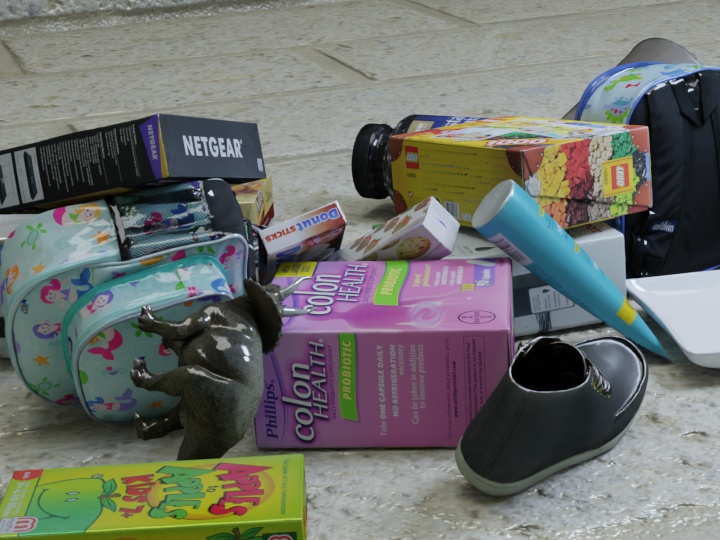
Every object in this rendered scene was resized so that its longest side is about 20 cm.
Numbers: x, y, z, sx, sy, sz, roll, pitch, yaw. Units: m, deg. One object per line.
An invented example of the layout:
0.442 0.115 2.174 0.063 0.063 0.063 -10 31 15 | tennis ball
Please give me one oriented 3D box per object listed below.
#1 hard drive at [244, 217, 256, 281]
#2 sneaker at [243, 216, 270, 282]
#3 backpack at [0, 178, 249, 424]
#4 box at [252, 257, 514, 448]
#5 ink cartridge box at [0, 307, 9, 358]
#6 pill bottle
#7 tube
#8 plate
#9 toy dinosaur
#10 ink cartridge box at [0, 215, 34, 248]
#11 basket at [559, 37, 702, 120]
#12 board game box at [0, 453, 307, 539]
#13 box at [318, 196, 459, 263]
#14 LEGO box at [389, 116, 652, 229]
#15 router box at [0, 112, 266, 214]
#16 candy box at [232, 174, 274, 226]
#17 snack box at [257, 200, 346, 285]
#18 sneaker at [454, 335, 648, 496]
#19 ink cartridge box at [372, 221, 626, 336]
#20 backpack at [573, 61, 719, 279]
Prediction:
-0.162 -0.017 1.504 0.139 0.038 0.200 28 24 -21 | hard drive
-0.125 -0.030 1.649 0.198 0.075 0.081 0 18 9 | sneaker
-0.186 0.029 1.299 0.198 0.178 0.151 -7 48 -9 | backpack
0.023 0.062 1.294 0.198 0.097 0.176 -2 18 7 | box
-0.307 0.019 1.512 0.198 0.083 0.146 1 19 12 | ink cartridge box
0.096 -0.116 1.816 0.199 0.113 0.112 5 19 25 | pill bottle
0.180 0.005 1.369 0.050 0.200 0.078 -46 18 12 | tube
0.347 0.041 1.405 0.198 0.033 0.200 -6 17 -7 | plate
-0.106 0.075 1.151 0.101 0.077 0.201 3 58 17 | toy dinosaur
-0.332 -0.036 1.478 0.198 0.044 0.174 -5 19 -6 | ink cartridge box
0.291 -0.136 1.795 0.200 0.181 0.136 -32 16 -38 | basket
-0.135 0.167 1.071 0.198 0.048 0.102 -4 17 0 | board game box
0.000 0.000 1.415 0.199 0.041 0.039 -28 28 37 | box
0.144 -0.090 1.495 0.148 0.078 0.199 -13 14 -33 | LEGO box
-0.188 -0.086 1.352 0.156 0.053 0.200 -11 -1 20 | router box
-0.202 -0.065 1.805 0.198 0.056 0.116 -1 18 8 | candy box
-0.053 -0.018 1.425 0.071 0.024 0.200 -21 -8 -7 | snack box
0.158 0.080 1.164 0.075 0.107 0.199 42 45 19 | sneaker
0.125 0.001 1.488 0.198 0.084 0.147 -8 18 -15 | ink cartridge box
0.282 -0.100 1.586 0.182 0.202 0.147 -14 21 -29 | backpack
